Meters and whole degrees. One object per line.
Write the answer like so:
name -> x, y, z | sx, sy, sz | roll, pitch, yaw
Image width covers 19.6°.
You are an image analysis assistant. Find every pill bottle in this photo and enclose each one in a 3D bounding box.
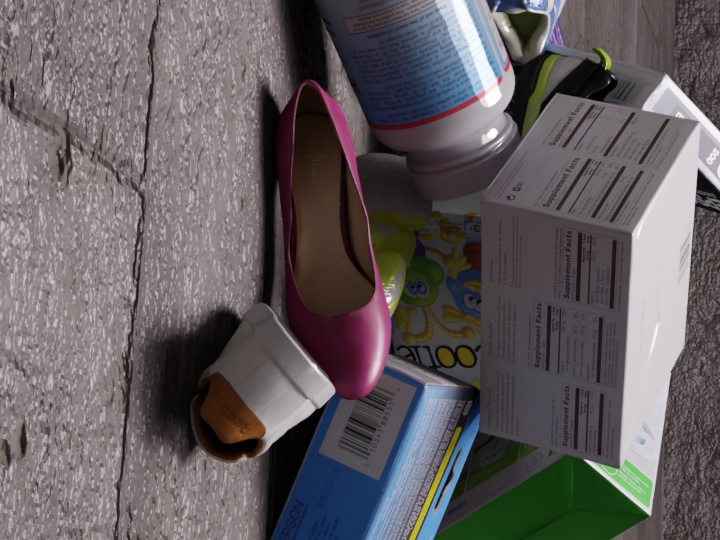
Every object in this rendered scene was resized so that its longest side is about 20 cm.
pill bottle -> 0.041, -0.154, 1.428 | 0.109, 0.108, 0.201 | -65, 136, -57

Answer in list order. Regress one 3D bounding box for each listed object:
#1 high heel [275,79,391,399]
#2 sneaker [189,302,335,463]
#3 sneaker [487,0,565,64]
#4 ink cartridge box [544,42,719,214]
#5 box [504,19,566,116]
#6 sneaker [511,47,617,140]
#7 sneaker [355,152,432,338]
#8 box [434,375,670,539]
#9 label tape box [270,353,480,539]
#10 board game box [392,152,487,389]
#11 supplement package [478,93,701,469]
high heel -> -0.023, -0.020, 1.326 | 0.096, 0.067, 0.201 | 82, -6, -60
sneaker -> -0.067, 0.069, 1.235 | 0.073, 0.085, 0.200 | 48, -2, 4
sneaker -> 0.129, -0.249, 1.656 | 0.200, 0.075, 0.077 | 67, 26, -49
ink cartridge box -> 0.245, -0.096, 1.682 | 0.200, 0.198, 0.043 | 41, 85, -26
box -> 0.117, -0.132, 1.813 | 0.148, 0.104, 0.201 | 58, 35, -64
sneaker -> 0.156, -0.069, 1.573 | 0.072, 0.083, 0.201 | -9, 104, -64
sneaker -> 0.000, 0.000, 1.475 | 0.200, 0.075, 0.105 | -69, 173, -55
box -> 0.149, 0.159, 1.740 | 0.097, 0.200, 0.177 | 40, 37, -17
label tape box -> 0.017, 0.134, 1.431 | 0.145, 0.063, 0.200 | -67, 164, 2
board game box -> 0.084, 0.009, 1.665 | 0.103, 0.104, 0.201 | -56, 145, -47
supplement package -> 0.160, 0.005, 1.464 | 0.156, 0.110, 0.201 | -53, 149, -48
